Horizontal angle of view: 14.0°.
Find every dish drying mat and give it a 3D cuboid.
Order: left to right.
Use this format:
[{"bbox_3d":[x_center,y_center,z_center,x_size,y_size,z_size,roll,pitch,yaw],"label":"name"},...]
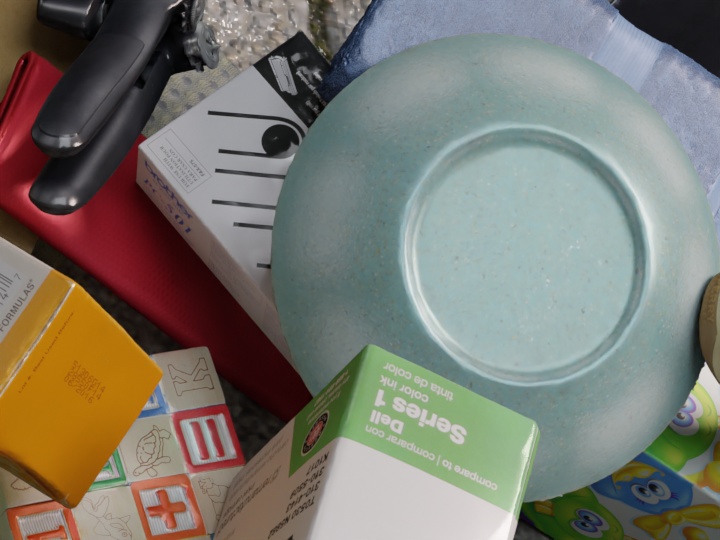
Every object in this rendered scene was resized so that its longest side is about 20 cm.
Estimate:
[{"bbox_3d":[-0.089,-0.012,1.319,0.200,0.018,0.077,39,49,-28],"label":"dish drying mat"}]

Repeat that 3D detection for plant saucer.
[{"bbox_3d":[0.064,-0.004,1.226,0.201,0.039,0.201,2,82,-16],"label":"plant saucer"}]

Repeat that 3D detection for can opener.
[{"bbox_3d":[-0.109,-0.080,1.273,0.079,0.063,0.200,0,33,9],"label":"can opener"}]

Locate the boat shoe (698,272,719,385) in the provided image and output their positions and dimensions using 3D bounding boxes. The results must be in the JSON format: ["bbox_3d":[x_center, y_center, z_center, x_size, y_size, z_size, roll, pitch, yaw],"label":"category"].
[{"bbox_3d":[0.226,0.063,1.283,0.200,0.064,0.071,38,54,-39],"label":"boat shoe"}]

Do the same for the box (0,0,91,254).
[{"bbox_3d":[-0.206,-0.117,1.298,0.200,0.021,0.164,33,53,-21],"label":"box"}]

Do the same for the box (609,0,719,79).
[{"bbox_3d":[0.208,-0.066,1.420,0.200,0.123,0.198,48,11,4],"label":"box"}]

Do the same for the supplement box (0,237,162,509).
[{"bbox_3d":[-0.191,0.005,1.177,0.200,0.126,0.074,30,81,21],"label":"supplement box"}]

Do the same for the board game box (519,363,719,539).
[{"bbox_3d":[0.154,0.085,1.374,0.200,0.105,0.103,32,55,-7],"label":"board game box"}]

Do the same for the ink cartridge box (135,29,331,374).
[{"bbox_3d":[0.000,0.000,1.279,0.094,0.044,0.200,-37,77,-17],"label":"ink cartridge box"}]

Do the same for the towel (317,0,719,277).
[{"bbox_3d":[0.085,-0.066,1.285,0.200,0.049,0.112,34,75,-10],"label":"towel"}]

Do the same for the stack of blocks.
[{"bbox_3d":[-0.095,0.141,1.243,0.115,0.059,0.200,-9,68,-31],"label":"stack of blocks"}]

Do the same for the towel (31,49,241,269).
[{"bbox_3d":[-0.175,-0.099,1.357,0.193,0.035,0.200,45,51,-2],"label":"towel"}]

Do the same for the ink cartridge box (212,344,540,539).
[{"bbox_3d":[-0.016,0.153,1.149,0.084,0.145,0.200,26,55,-13],"label":"ink cartridge box"}]
